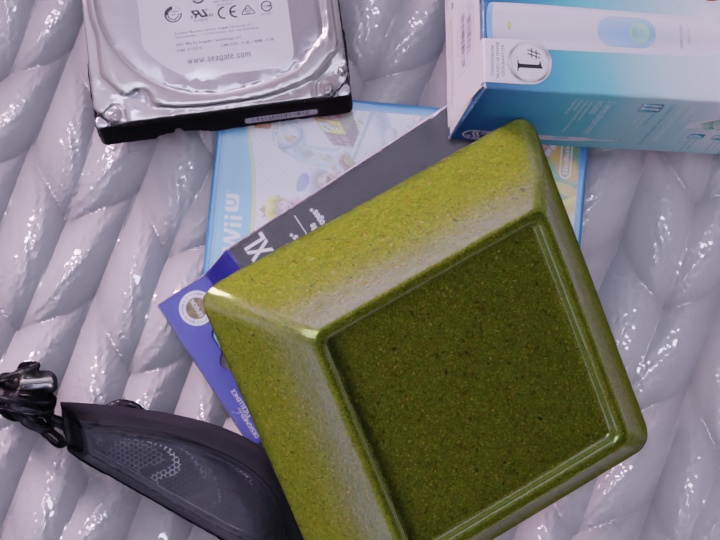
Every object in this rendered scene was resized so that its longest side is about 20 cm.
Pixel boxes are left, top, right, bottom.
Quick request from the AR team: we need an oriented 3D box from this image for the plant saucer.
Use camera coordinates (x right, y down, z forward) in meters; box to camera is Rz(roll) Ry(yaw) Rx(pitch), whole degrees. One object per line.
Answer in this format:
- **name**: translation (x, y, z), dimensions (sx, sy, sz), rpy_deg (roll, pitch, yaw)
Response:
- **plant saucer**: translation (0.048, 0.056, 1.423), dimensions (0.200, 0.048, 0.200), rpy_deg (-29, 112, -18)

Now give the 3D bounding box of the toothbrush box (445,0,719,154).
- **toothbrush box**: translation (0.149, -0.143, 1.474), dimensions (0.200, 0.085, 0.147), rpy_deg (4, 74, -12)

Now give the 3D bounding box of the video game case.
- **video game case**: translation (0.018, -0.018, 1.514), dimensions (0.200, 0.018, 0.143), rpy_deg (5, 82, 1)

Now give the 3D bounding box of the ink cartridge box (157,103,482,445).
- **ink cartridge box**: translation (0.000, 0.000, 1.486), dimensions (0.200, 0.037, 0.095), rpy_deg (-34, 82, -2)

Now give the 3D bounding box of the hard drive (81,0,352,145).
- **hard drive**: translation (-0.084, -0.175, 1.519), dimensions (0.140, 0.038, 0.200), rpy_deg (-7, 75, -1)

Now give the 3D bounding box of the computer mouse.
- **computer mouse**: translation (-0.099, 0.093, 1.452), dimensions (0.200, 0.138, 0.053), rpy_deg (30, 82, -6)
